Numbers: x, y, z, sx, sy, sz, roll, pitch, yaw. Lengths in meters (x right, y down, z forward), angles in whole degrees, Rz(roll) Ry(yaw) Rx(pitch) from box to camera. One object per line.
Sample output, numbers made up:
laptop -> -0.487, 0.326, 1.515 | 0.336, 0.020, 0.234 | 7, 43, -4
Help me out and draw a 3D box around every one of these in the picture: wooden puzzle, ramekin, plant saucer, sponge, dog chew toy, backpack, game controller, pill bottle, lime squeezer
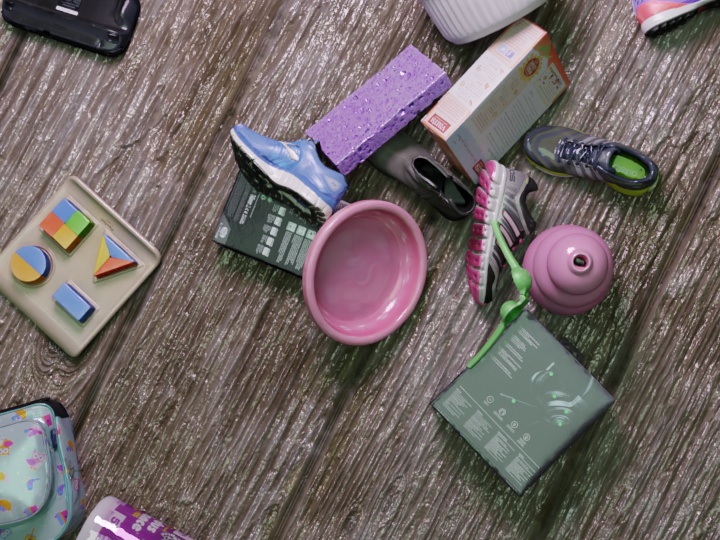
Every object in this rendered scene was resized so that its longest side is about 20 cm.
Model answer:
wooden puzzle -> -0.416, -0.007, 1.681 | 0.185, 0.046, 0.200 | 41, 90, 5
ramekin -> 0.176, -0.393, 1.595 | 0.199, 0.200, 0.106 | -30, 106, 1
plant saucer -> 0.000, 0.000, 1.608 | 0.199, 0.051, 0.202 | -11, 109, -33
sponge -> 0.024, -0.225, 1.641 | 0.200, 0.030, 0.112 | -39, 40, 1
dog chew toy -> 0.281, -0.004, 1.557 | 0.123, 0.200, 0.126 | 0, 86, 4
backpack -> -0.475, 0.293, 1.617 | 0.174, 0.153, 0.202 | -14, 92, -3
game controller -> -0.424, -0.385, 1.716 | 0.198, 0.042, 0.105 | 19, 73, 4
pill bottle -> -0.289, 0.403, 1.613 | 0.199, 0.112, 0.113 | 27, 88, 5
lime squeezer -> 0.189, 0.035, 1.553 | 0.070, 0.038, 0.202 | 9, 85, 10

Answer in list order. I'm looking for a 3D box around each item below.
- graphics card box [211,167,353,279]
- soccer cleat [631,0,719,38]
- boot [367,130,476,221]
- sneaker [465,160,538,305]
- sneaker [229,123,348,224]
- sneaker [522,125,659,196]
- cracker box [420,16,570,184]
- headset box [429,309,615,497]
graphics card box -> -0.097, -0.061, 1.661 | 0.198, 0.051, 0.126 | 21, 87, 4
soccer cleat -> 0.477, -0.398, 1.639 | 0.199, 0.068, 0.074 | -24, 81, 4
boot -> 0.081, -0.145, 1.614 | 0.199, 0.131, 0.068 | 38, 89, 5
sneaker -> 0.201, -0.049, 1.628 | 0.087, 0.074, 0.202 | 6, 96, -12
sneaker -> -0.098, -0.145, 1.607 | 0.199, 0.079, 0.089 | 36, 66, 21
sneaker -> 0.323, -0.160, 1.624 | 0.198, 0.081, 0.075 | 14, 87, 5
cracker box -> 0.188, -0.232, 1.608 | 0.200, 0.134, 0.058 | -47, 57, -1
headset box -> 0.224, 0.174, 1.603 | 0.174, 0.093, 0.200 | 44, 90, 6
